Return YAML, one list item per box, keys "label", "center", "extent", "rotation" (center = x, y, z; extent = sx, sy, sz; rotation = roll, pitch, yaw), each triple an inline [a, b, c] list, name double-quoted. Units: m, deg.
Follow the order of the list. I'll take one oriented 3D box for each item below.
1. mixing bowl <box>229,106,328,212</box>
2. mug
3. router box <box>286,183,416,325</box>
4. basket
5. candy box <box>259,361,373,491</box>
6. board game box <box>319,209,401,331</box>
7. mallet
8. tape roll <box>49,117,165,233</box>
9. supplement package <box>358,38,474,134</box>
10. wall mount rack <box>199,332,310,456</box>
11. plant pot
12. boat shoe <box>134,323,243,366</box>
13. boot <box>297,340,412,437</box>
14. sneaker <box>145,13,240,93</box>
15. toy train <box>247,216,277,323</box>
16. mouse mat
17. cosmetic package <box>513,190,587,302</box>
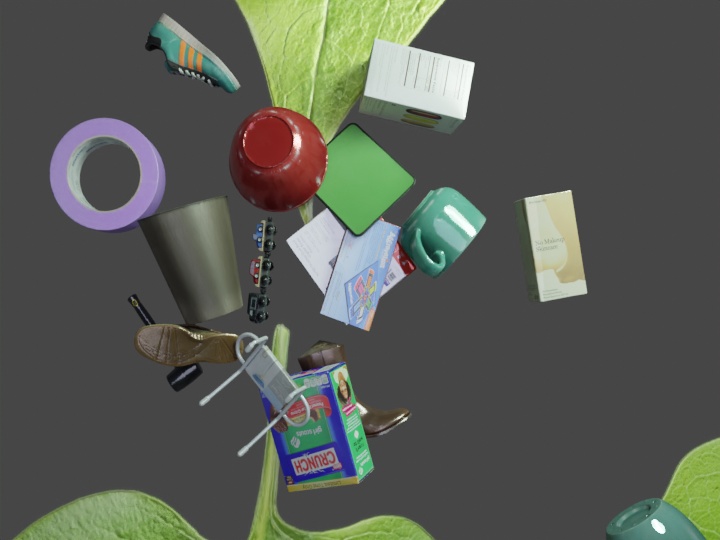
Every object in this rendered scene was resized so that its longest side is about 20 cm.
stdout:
- label: "mixing bowl"
  center: [-0.161, -0.223, 1.229]
  extent: [0.193, 0.108, 0.207]
  rotation: [0, 81, 2]
- label: "mug"
  center: [0.145, -0.078, 1.232]
  extent: [0.114, 0.185, 0.153]
  rotation: [41, 95, 0]
- label: "router box"
  center: [-0.018, -0.030, 1.283]
  extent: [0.178, 0.049, 0.202]
  rotation: [-38, 92, -5]
- label: "basket"
  center: [-0.296, -0.015, 1.214]
  extent: [0.178, 0.134, 0.206]
  rotation: [-21, 98, -43]
- label: "candy box"
  center: [-0.081, 0.290, 1.219]
  extent: [0.166, 0.077, 0.206]
  rotation: [-17, 90, 30]
- label: "board game box"
  center: [0.000, 0.000, 1.250]
  extent: [0.100, 0.019, 0.206]
  rotation: [18, 87, -3]
- label: "mallet"
  center: [-0.384, 0.139, 1.254]
  extent: [0.066, 0.041, 0.200]
  rotation: [-43, 89, -8]
- label: "tape roll"
  center: [-0.469, -0.175, 1.237]
  extent: [0.193, 0.066, 0.207]
  rotation: [0, 89, -5]
- label: "supplement package"
  center: [0.104, -0.349, 1.270]
  extent: [0.194, 0.114, 0.113]
  rotation: [12, 86, -4]
- label: "wall mount rack"
  center: [-0.189, 0.221, 1.180]
  extent: [0.201, 0.074, 0.174]
  rotation: [48, 116, 13]
- label: "plant pot"
  center: [0.564, 0.539, 1.259]
  extent: [0.197, 0.201, 0.163]
  rotation: [-31, 77, -5]
- label: "boat shoe"
  center: [-0.318, 0.133, 1.223]
  extent: [0.194, 0.072, 0.075]
  rotation: [4, 93, -24]
- label: "boot"
  center: [-0.012, 0.220, 1.274]
  extent: [0.181, 0.064, 0.206]
  rotation: [-18, 86, -3]
- label: "sneaker"
  center: [-0.320, -0.391, 1.257]
  extent: [0.199, 0.071, 0.081]
  rotation: [39, 90, 2]
- label: "toy train"
  center: [-0.192, -0.001, 1.276]
  extent: [0.044, 0.034, 0.207]
  rotation: [6, 89, 7]
- label: "mouse mat"
  center: [-0.010, -0.177, 1.264]
  extent: [0.160, 0.008, 0.200]
  rotation: [-42, 65, -6]
- label: "cosmetic package"
  center: [0.375, -0.047, 1.309]
  extent: [0.102, 0.071, 0.206]
  rotation: [-10, 90, -5]
